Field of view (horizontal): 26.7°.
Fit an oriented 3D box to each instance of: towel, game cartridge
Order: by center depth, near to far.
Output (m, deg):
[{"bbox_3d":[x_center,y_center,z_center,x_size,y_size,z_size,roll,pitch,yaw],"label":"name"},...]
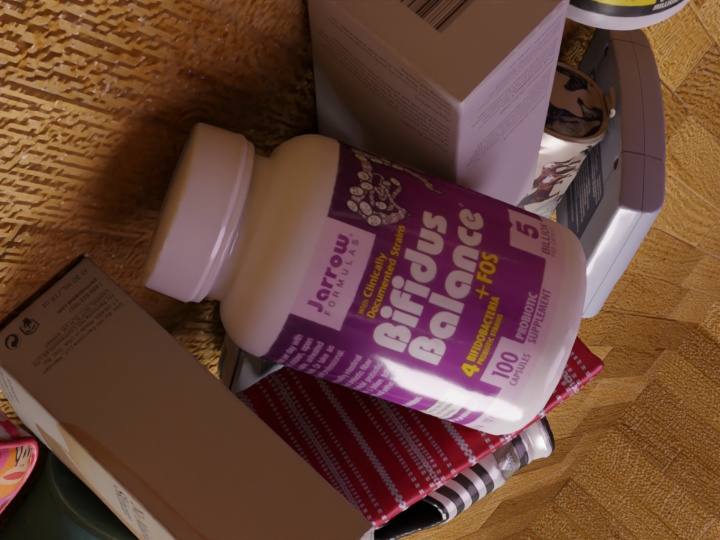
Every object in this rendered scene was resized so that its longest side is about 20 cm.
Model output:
[{"bbox_3d":[0.019,0.067,0.838,0.199,0.145,0.023,-34,130,-1],"label":"towel"},{"bbox_3d":[0.178,-0.082,1.095,0.133,0.041,0.201,118,-17,-46],"label":"game cartridge"}]

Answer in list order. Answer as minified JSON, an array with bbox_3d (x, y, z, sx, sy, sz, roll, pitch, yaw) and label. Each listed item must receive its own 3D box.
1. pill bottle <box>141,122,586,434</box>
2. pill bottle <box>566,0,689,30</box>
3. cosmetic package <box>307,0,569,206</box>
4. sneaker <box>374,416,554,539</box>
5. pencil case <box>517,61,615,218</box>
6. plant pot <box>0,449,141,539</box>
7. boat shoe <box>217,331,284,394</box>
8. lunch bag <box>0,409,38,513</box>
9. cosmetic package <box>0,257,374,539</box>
[{"bbox_3d":[0.000,0.000,0.739,0.112,0.199,0.113,-161,-90,-77],"label":"pill bottle"},{"bbox_3d":[0.146,-0.226,0.774,0.112,0.112,0.200,-41,161,-23],"label":"pill bottle"},{"bbox_3d":[0.037,-0.093,0.801,0.085,0.107,0.200,-45,164,-16],"label":"cosmetic package"},{"bbox_3d":[0.011,0.084,0.884,0.115,0.200,0.076,-35,120,-17],"label":"sneaker"},{"bbox_3d":[0.112,-0.057,1.094,0.089,0.078,0.201,2,137,-22],"label":"pencil case"},{"bbox_3d":[-0.131,0.191,0.877,0.200,0.199,0.189,-23,138,-54],"label":"plant pot"},{"bbox_3d":[-0.050,0.022,0.907,0.073,0.067,0.201,-5,136,-36],"label":"boat shoe"},{"bbox_3d":[-0.237,0.109,0.606,0.176,0.082,0.200,-49,163,3],"label":"lunch bag"},{"bbox_3d":[-0.087,0.098,0.744,0.071,0.200,0.105,-43,160,-19],"label":"cosmetic package"}]
